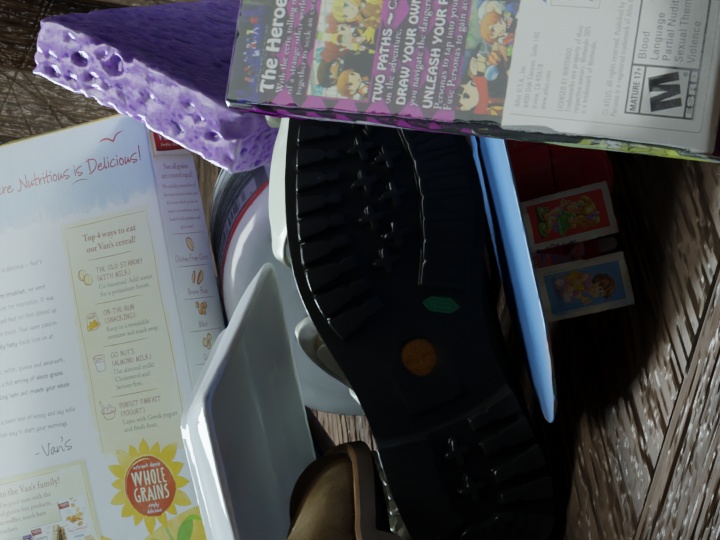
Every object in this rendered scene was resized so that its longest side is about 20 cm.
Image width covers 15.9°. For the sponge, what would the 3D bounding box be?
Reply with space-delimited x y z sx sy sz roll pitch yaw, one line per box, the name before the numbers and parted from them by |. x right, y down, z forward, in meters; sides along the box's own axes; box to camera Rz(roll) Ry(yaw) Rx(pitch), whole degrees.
sponge | -0.036 -0.085 1.106 0.200 0.111 0.030 -16 -54 -55

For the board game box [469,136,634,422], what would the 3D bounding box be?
board game box | 0.061 -0.049 0.891 0.158 0.039 0.200 92 166 -88

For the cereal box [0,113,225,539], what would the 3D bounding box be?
cereal box | -0.124 0.040 1.126 0.040 0.144 0.200 -5 -95 -59

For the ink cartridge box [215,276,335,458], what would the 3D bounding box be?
ink cartridge box | -0.077 0.066 1.246 0.145 0.085 0.200 55 180 16

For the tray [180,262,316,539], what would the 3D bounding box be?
tray | -0.037 0.108 1.010 0.107 0.022 0.200 -70 -28 -59

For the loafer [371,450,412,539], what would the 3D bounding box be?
loafer | -0.007 0.141 1.177 0.200 0.067 0.076 -41 41 53

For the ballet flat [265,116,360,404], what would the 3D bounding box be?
ballet flat | 0.000 0.000 1.020 0.074 0.074 0.200 -106 3 -71

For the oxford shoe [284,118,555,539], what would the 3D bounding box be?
oxford shoe | 0.017 0.013 0.947 0.084 0.073 0.200 14 -117 -88

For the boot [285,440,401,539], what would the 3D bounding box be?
boot | -0.022 0.111 0.918 0.200 0.075 0.074 -110 8 -78

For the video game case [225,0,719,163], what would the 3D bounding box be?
video game case | 0.050 -0.138 0.779 0.036 0.181 0.200 10 -92 -54

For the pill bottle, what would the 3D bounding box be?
pill bottle | -0.010 -0.015 1.175 0.200 0.116 0.116 -112 32 -75
